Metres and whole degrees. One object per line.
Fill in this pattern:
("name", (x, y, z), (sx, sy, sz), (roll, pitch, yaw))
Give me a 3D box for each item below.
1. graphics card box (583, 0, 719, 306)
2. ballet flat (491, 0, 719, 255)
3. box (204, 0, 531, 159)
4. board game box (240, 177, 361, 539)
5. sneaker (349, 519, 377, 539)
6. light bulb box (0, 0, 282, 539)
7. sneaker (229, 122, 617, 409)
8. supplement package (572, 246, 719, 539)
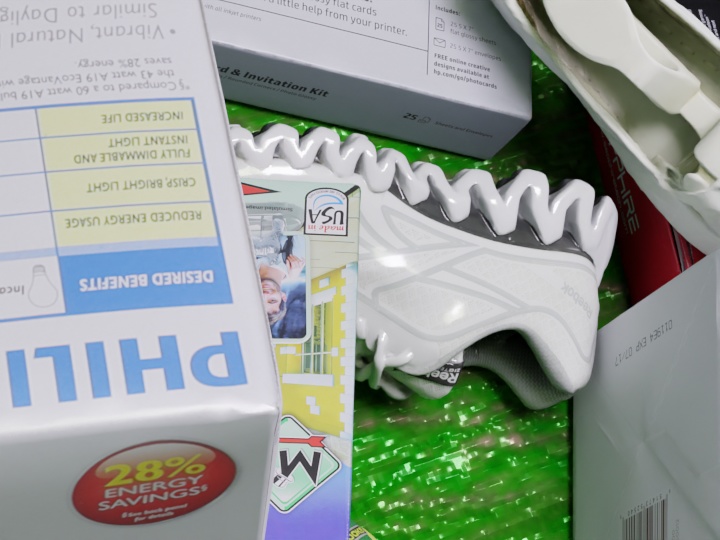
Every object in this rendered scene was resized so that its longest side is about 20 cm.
("graphics card box", (0.187, -0.044, 1.014), (0.199, 0.051, 0.126), (-3, 69, -26))
("ballet flat", (0.115, -0.056, 0.915), (0.200, 0.070, 0.069), (45, 56, 10))
("box", (-0.011, -0.153, 0.974), (0.155, 0.041, 0.201), (13, 62, -21))
("board game box", (-0.100, 0.030, 0.804), (0.198, 0.029, 0.135), (2, 56, -2))
("sneaker", (-0.082, 0.116, 0.812), (0.199, 0.074, 0.084), (-10, 46, -25))
("light bulb box", (-0.134, -0.006, 0.687), (0.197, 0.125, 0.201), (-6, 57, -10))
("sneaker", (0.000, 0.000, 0.896), (0.199, 0.075, 0.082), (9, 73, -22))
("supplement package", (0.188, 0.077, 0.921), (0.199, 0.114, 0.110), (11, 66, -20))
